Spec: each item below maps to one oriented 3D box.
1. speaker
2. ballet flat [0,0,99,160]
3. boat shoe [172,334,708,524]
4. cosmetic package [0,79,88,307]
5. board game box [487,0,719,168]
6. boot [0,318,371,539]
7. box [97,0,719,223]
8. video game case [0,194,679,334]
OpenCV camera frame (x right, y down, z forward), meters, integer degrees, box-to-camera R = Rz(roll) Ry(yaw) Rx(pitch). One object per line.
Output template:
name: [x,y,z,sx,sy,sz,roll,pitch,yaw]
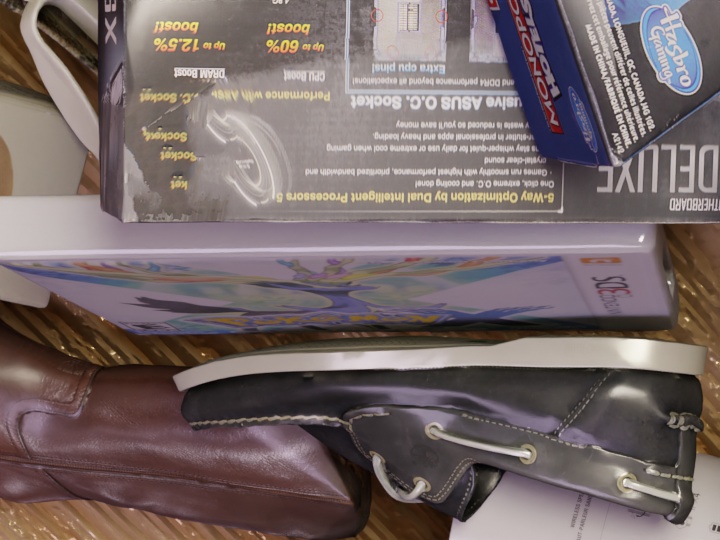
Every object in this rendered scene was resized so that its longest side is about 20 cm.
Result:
speaker: [0.133,0.108,0.942,0.199,0.081,0.082,12,136,17]
ballet flat: [-0.057,-0.053,0.887,0.200,0.075,0.068,42,147,-16]
boat shoe: [0.023,0.055,0.912,0.199,0.072,0.068,1,92,23]
cosmetic package: [-0.203,-0.047,0.880,0.199,0.072,0.105,13,-175,-30]
board game box: [0.110,-0.155,0.647,0.062,0.199,0.201,-160,50,-75]
boot: [-0.097,0.038,1.008,0.199,0.064,0.187,7,148,27]
box: [0.031,-0.092,0.692,0.199,0.050,0.159,-1,95,-13]
video game case: [0.000,0.000,0.838,0.199,0.022,0.182,0,171,9]
